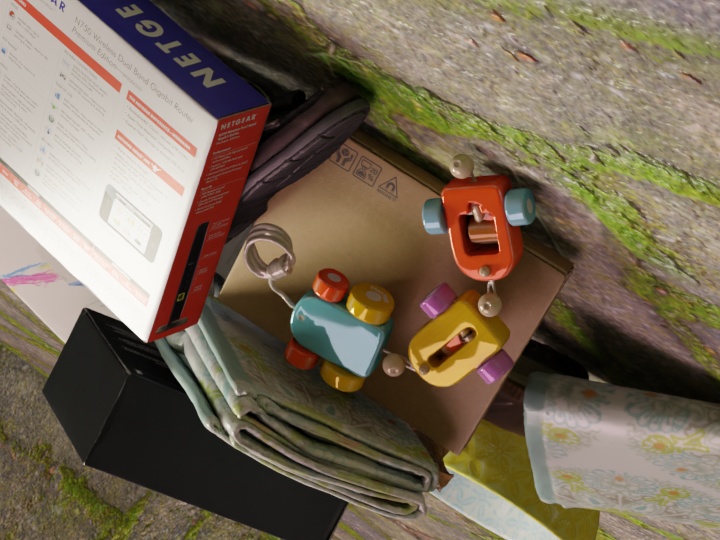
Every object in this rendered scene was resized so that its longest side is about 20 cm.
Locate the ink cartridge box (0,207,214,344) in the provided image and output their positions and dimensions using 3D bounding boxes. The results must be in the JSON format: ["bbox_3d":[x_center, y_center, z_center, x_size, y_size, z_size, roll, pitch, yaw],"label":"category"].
[{"bbox_3d":[-0.211,-0.060,1.596,0.125,0.129,0.200,-22,136,17],"label":"ink cartridge box"}]

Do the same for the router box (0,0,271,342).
[{"bbox_3d":[-0.161,-0.084,1.380,0.200,0.049,0.180,41,130,25],"label":"router box"}]

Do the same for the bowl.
[{"bbox_3d":[0.129,0.155,1.827,0.200,0.108,0.200,31,168,7],"label":"bowl"}]

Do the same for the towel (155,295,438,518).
[{"bbox_3d":[-0.047,0.088,1.484,0.171,0.048,0.200,26,-166,-27],"label":"towel"}]

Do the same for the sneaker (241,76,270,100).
[{"bbox_3d":[-0.146,-0.116,1.504,0.199,0.079,0.089,29,165,13],"label":"sneaker"}]

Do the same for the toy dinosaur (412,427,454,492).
[{"bbox_3d":[0.055,0.108,1.657,0.106,0.060,0.200,34,-148,-3],"label":"toy dinosaur"}]

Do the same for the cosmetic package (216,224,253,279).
[{"bbox_3d":[-0.074,0.009,1.820,0.200,0.081,0.113,39,166,-36],"label":"cosmetic package"}]

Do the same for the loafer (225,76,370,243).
[{"bbox_3d":[-0.072,-0.074,1.386,0.200,0.072,0.063,-39,80,44],"label":"loafer"}]

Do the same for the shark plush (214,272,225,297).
[{"bbox_3d":[-0.183,-0.019,1.743,0.200,0.091,0.083,46,144,24],"label":"shark plush"}]

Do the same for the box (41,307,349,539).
[{"bbox_3d":[-0.114,0.115,1.564,0.199,0.079,0.141,24,-174,-26],"label":"box"}]

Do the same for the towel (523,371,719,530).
[{"bbox_3d":[0.207,0.132,1.568,0.170,0.048,0.200,7,157,12],"label":"towel"}]

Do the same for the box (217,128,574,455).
[{"bbox_3d":[0.019,0.008,1.437,0.200,0.164,0.021,32,-150,6],"label":"box"}]

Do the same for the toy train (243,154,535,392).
[{"bbox_3d":[0.032,0.001,1.382,0.199,0.056,0.151,-9,108,27],"label":"toy train"}]

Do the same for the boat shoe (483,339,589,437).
[{"bbox_3d":[0.092,0.069,1.613,0.200,0.065,0.073,29,136,-30],"label":"boat shoe"}]
